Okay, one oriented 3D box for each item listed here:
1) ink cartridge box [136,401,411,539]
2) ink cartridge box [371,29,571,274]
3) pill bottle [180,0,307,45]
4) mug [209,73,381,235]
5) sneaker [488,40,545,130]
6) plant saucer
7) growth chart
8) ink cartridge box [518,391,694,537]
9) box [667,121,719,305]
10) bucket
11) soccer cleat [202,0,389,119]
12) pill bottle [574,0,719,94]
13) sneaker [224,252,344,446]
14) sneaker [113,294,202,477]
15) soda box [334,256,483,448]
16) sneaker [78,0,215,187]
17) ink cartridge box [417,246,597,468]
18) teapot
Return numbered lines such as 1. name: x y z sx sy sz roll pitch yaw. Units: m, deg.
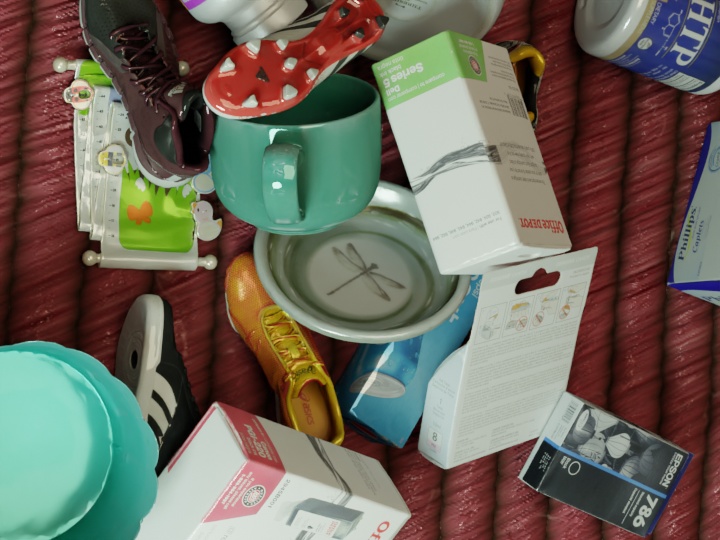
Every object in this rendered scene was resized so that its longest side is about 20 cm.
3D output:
1. ink cartridge box: -0.078 0.216 1.432 0.200 0.085 0.146 24 109 -41
2. ink cartridge box: 0.102 -0.100 1.476 0.145 0.084 0.201 1 70 -64
3. pill bottle: -0.136 -0.291 1.451 0.104 0.104 0.200 -45 106 -18
4. mug: -0.066 -0.094 1.446 0.185 0.152 0.115 -30 128 -46
5. sneaker: 0.121 -0.131 1.581 0.078 0.082 0.201 19 83 -24
6. plant saucer: 0.000 0.000 1.504 0.199 0.050 0.201 5 46 -6
7. growth chart: -0.194 -0.094 1.471 0.144 0.018 0.201 -8 94 -25
8. ink cartridge box: 0.256 0.199 1.635 0.200 0.039 0.100 25 93 -34
9. box: 0.447 -0.042 1.720 0.199 0.105 0.185 19 81 -23
10. bucket: -0.277 0.155 1.358 0.206 0.135 0.208 0 89 -19
11. soccer cleat: -0.060 -0.178 1.423 0.200 0.085 0.069 -37 91 -31
12. pill bottle: 0.327 -0.245 1.658 0.199 0.120 0.120 16 83 -24
13. sneaker: -0.062 0.073 1.497 0.073 0.077 0.201 -27 94 -22
14. sneaker: -0.157 0.122 1.462 0.112 0.073 0.201 3 97 -28
15. soda box: 0.050 0.064 1.557 0.068 0.064 0.200 36 75 -20
16. sneaker: -0.169 -0.170 1.408 0.076 0.115 0.201 -27 102 -23
17. ink cartridge box: 0.137 0.074 1.543 0.162 0.057 0.201 -13 117 -41
18. teapot: 0.042 -0.297 1.514 0.200 0.197 0.146 52 30 -39
